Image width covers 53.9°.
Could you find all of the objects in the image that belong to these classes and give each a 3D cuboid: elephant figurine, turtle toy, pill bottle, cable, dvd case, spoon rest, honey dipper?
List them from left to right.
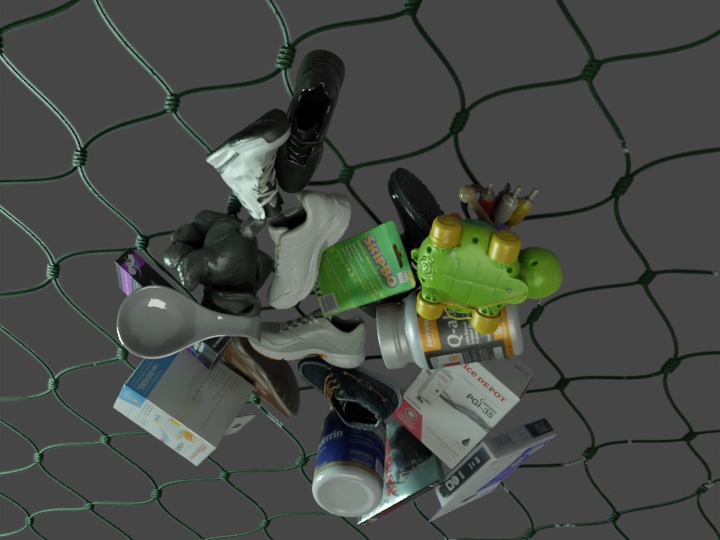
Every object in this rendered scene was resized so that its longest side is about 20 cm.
[{"bbox_3d":[-0.234,0.073,0.975,0.196,0.101,0.061,3,171,-10],"label":"spoon rest"},{"bbox_3d":[-0.192,0.015,1.064,0.154,0.142,0.201,24,151,43],"label":"elephant figurine"},{"bbox_3d":[-0.014,0.297,1.193,0.113,0.201,0.117,3,126,4],"label":"pill bottle"},{"bbox_3d":[0.059,0.345,1.257,0.022,0.148,0.199,26,129,-35],"label":"dvd case"},{"bbox_3d":[0.128,0.079,1.016,0.196,0.117,0.118,-11,125,10],"label":"pill bottle"},{"bbox_3d":[0.176,-0.046,1.009,0.095,0.051,0.202,8,126,-8],"label":"cable"},{"bbox_3d":[0.162,-0.004,0.914,0.196,0.102,0.148,14,123,7],"label":"turtle toy"},{"bbox_3d":[0.187,-0.048,0.964,0.038,0.038,0.200,-25,130,22],"label":"honey dipper"}]

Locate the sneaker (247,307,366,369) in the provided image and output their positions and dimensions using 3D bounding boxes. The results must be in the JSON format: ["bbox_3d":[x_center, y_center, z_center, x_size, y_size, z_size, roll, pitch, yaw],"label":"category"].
[{"bbox_3d":[-0.083,0.092,1.137,0.196,0.076,0.093,7,120,-9],"label":"sneaker"}]

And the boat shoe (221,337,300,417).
[{"bbox_3d":[-0.172,0.173,1.204,0.071,0.076,0.202,-20,115,27],"label":"boat shoe"}]

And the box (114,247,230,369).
[{"bbox_3d":[-0.285,0.063,1.073,0.200,0.036,0.143,44,157,-1],"label":"box"}]

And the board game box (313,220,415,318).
[{"bbox_3d":[0.000,0.000,1.010,0.199,0.030,0.097,-21,88,48],"label":"board game box"}]

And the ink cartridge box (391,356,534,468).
[{"bbox_3d":[0.160,0.197,1.143,0.146,0.083,0.201,40,125,10],"label":"ink cartridge box"}]

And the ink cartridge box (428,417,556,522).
[{"bbox_3d":[0.221,0.344,1.231,0.196,0.044,0.201,-4,138,-46],"label":"ink cartridge box"}]

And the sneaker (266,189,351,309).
[{"bbox_3d":[-0.099,-0.036,1.012,0.098,0.078,0.202,16,114,-33],"label":"sneaker"}]

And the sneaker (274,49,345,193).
[{"bbox_3d":[-0.077,-0.179,0.916,0.075,0.091,0.202,14,128,-7],"label":"sneaker"}]

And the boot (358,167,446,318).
[{"bbox_3d":[0.036,-0.034,1.035,0.199,0.066,0.165,-31,104,38],"label":"boot"}]

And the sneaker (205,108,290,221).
[{"bbox_3d":[-0.119,-0.131,0.914,0.116,0.076,0.199,54,154,-16],"label":"sneaker"}]

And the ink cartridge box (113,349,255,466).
[{"bbox_3d":[-0.280,0.216,1.166,0.199,0.126,0.129,37,144,-6],"label":"ink cartridge box"}]

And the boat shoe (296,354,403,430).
[{"bbox_3d":[-0.034,0.191,1.149,0.197,0.091,0.072,16,115,24],"label":"boat shoe"}]
